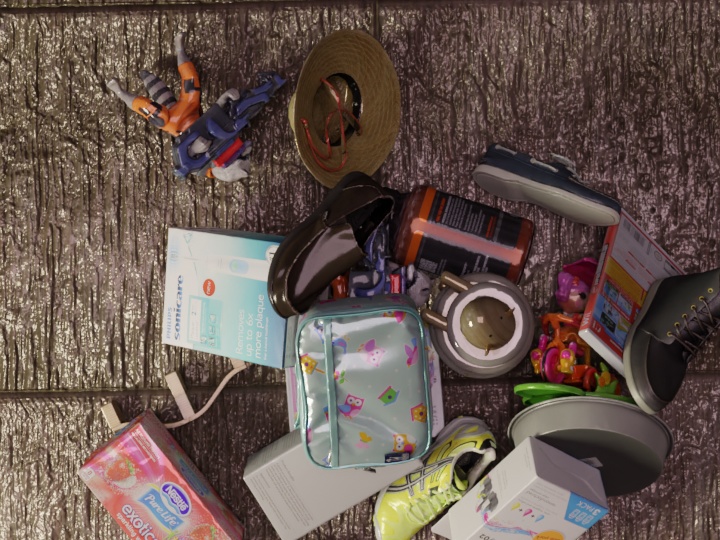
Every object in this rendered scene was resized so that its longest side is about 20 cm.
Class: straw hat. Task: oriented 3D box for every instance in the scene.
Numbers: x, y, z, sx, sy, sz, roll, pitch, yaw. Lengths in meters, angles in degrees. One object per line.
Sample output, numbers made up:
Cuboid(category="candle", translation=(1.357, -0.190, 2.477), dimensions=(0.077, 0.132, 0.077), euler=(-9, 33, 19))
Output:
Cuboid(category="straw hat", translation=(-0.044, -0.204, 1.449), dimensions=(0.085, 0.200, 0.203), euler=(6, 86, 44))

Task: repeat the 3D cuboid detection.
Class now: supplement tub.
Cuboid(category="supplement tub", translation=(0.110, -0.042, 1.432), dimensions=(0.198, 0.107, 0.108), euler=(19, 88, 2))

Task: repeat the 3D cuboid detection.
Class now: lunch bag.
Cuboid(category="lunch bag", translation=(-0.001, 0.133, 1.313), dimensions=(0.159, 0.077, 0.202), euler=(-5, 104, -5))

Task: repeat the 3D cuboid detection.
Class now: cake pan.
Cuboid(category="cake pan", translation=(0.276, 0.218, 1.378), dimensions=(0.198, 0.201, 0.037), euler=(10, 54, 1))

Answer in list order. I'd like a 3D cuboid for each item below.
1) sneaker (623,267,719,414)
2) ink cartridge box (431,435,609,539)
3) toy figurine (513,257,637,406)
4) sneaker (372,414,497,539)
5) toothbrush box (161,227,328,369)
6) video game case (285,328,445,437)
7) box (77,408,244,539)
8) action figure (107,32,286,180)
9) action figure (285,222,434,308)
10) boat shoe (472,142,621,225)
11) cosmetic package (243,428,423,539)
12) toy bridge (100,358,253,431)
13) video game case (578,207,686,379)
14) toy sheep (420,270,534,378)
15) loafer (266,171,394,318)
Cuboid(category="sneaker", translation=(0.375, 0.071, 1.325), dimensions=(0.075, 0.106, 0.201), euler=(41, 51, -20))
Cuboid(category="ink cartridge box", translation=(0.187, 0.300, 1.373), dimensions=(0.115, 0.068, 0.200), euler=(27, 122, -22))
Cuboid(category="toy figurine", translation=(0.265, 0.073, 1.403), dimensions=(0.149, 0.199, 0.186), euler=(-8, 71, 41))
Cuboid(category="sneaker", translation=(0.090, 0.267, 1.425), dimensions=(0.075, 0.076, 0.200), euler=(39, 90, -20))
Cuboid(category="toothbrush box", translation=(-0.140, 0.028, 1.390), dimensions=(0.199, 0.085, 0.148), euler=(10, 98, 36))
Cuboid(category="video game case", translation=(0.005, 0.148, 1.469), dimensions=(0.198, 0.018, 0.145), euler=(-5, 87, 0))
Cuboid(category="box", translation=(-0.243, 0.284, 1.415), dimensions=(0.102, 0.095, 0.201), euler=(-37, 95, 0))
Cuboid(category="action figure", translation=(-0.196, -0.202, 1.461), dimensions=(0.200, 0.104, 0.194), euler=(-38, 95, -27))
Cuboid(category="action figure", translation=(0.000, 0.000, 1.404), dimensions=(0.192, 0.104, 0.202), euler=(8, 90, 20))
Cuboid(category="boat shoe", translation=(0.239, -0.110, 1.431), dimensions=(0.199, 0.075, 0.062), euler=(19, 70, 32))
Cuboid(category="cosmetic package", translation=(-0.034, 0.237, 1.417), dimensions=(0.199, 0.085, 0.108), euler=(-30, 98, 3))
Cuboid(category="toy bridge", translation=(-0.228, 0.161, 1.467), dimensions=(0.199, 0.027, 0.068), euler=(-25, 90, 0))
Cuboid(category="video game case", translation=(0.336, 0.040, 1.390), dimensions=(0.143, 0.017, 0.201), euler=(41, 50, -21))
Cuboid(category="toy sheep", translation=(0.141, 0.064, 1.360), dimensions=(0.136, 0.200, 0.139), euler=(0, 87, 5))
Cuboid(category="loafer", translation=(-0.031, -0.030, 1.287), dimensions=(0.071, 0.073, 0.201), euler=(17, 65, 41))
